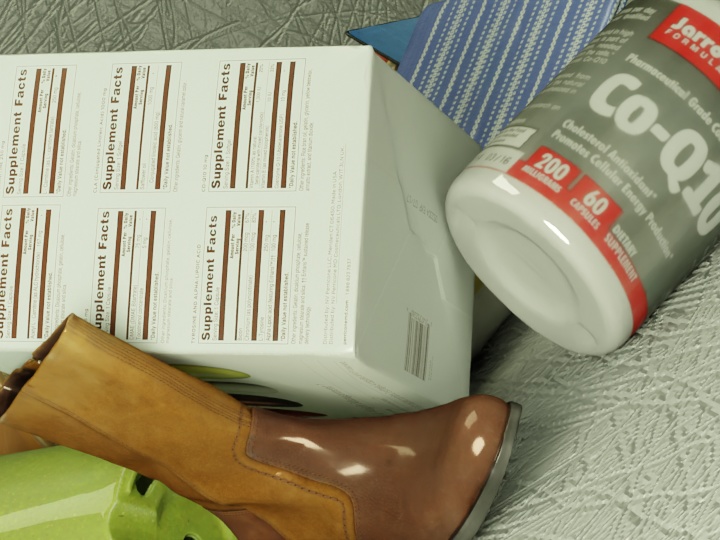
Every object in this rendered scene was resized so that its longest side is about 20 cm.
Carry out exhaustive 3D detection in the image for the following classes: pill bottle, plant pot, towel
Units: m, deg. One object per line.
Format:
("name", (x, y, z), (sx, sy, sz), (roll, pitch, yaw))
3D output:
("pill bottle", (0.145, -0.065, 1.314), (0.200, 0.114, 0.114), (-45, 8, -19))
("plant pot", (-0.148, 0.163, 1.384), (0.189, 0.201, 0.200), (-23, 17, 34))
("towel", (0.079, -0.111, 1.568), (0.199, 0.024, 0.146), (-10, 52, 52))

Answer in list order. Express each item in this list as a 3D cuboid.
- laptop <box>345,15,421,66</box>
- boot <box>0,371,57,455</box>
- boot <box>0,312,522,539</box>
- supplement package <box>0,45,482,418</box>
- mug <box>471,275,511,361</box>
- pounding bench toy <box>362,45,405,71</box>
("laptop", (0.134, -0.165, 1.715), (0.200, 0.116, 0.187), (-36, -11, 39))
("boot", (-0.188, 0.094, 1.537), (0.155, 0.200, 0.077), (-21, 25, 50))
("boot", (-0.046, 0.064, 1.211), (0.188, 0.199, 0.069), (-30, 33, 57))
("supplement package", (-0.063, -0.013, 1.310), (0.198, 0.148, 0.191), (0, -12, 19))
("mug", (-0.003, 0.005, 1.502), (0.149, 0.187, 0.154), (-11, 36, 42))
("pounding bench toy", (0.020, -0.053, 1.739), (0.124, 0.156, 0.200), (-39, 8, 23))
